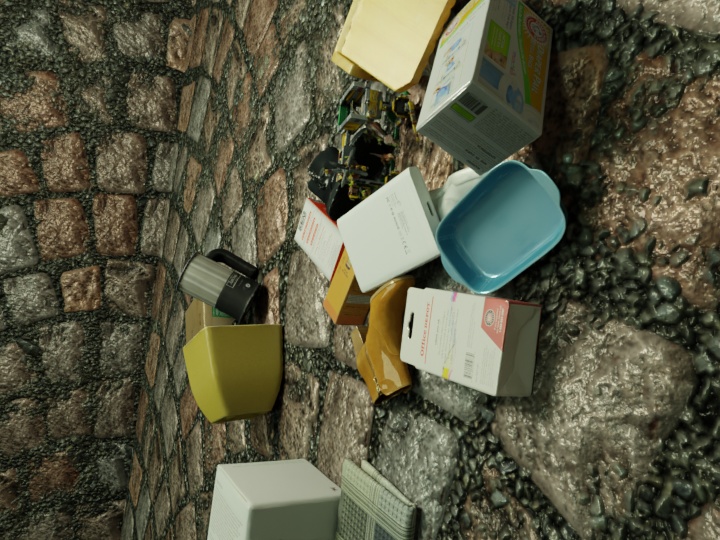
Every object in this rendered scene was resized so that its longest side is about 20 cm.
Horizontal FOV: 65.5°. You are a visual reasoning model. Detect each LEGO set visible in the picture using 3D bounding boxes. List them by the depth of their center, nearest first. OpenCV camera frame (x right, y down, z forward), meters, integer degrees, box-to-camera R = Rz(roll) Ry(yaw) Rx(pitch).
[{"bbox_3d":[0.029,-0.217,0.921,0.116,0.153,0.201,179,104,-76],"label":"LEGO set"}]

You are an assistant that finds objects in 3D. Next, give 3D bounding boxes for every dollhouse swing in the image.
[{"bbox_3d":[0.081,-0.374,0.851,0.175,0.181,0.201,37,117,22],"label":"dollhouse swing"}]

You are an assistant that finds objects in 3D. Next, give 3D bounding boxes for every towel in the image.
[{"bbox_3d":[0.022,0.435,0.927,0.200,0.034,0.194,13,98,57],"label":"towel"}]

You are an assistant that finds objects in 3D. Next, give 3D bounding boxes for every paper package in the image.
[{"bbox_3d":[-0.446,0.178,1.670,0.191,0.103,0.201,-45,47,43],"label":"paper package"}]

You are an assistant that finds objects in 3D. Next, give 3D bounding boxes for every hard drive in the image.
[{"bbox_3d":[0.043,-0.056,0.868,0.200,0.027,0.133,-29,78,51],"label":"hard drive"}]

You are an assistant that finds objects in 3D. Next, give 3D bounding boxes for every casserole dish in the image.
[{"bbox_3d":[0.180,-0.054,0.715,0.121,0.039,0.200,54,136,11],"label":"casserole dish"}]

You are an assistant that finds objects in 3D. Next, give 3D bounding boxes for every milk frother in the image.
[{"bbox_3d":[-0.380,0.064,1.500,0.201,0.187,0.181,-60,4,24],"label":"milk frother"}]

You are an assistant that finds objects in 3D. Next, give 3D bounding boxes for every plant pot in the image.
[{"bbox_3d":[-0.298,0.254,1.338,0.195,0.193,0.201,-34,61,51],"label":"plant pot"}]

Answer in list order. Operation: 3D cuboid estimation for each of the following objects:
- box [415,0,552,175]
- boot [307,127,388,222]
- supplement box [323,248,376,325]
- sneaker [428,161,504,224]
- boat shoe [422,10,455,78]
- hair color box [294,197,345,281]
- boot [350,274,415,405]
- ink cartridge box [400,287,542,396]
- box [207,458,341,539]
[{"bbox_3d":[0.158,-0.241,0.694,0.101,0.112,0.201,-31,36,52],"label":"box"},{"bbox_3d":[-0.035,-0.212,1.096,0.201,0.076,0.168,-63,33,22],"label":"boot"},{"bbox_3d":[0.000,0.000,1.009,0.067,0.068,0.201,52,129,48],"label":"supplement box"},{"bbox_3d":[0.146,-0.089,0.797,0.200,0.075,0.089,-28,74,59],"label":"sneaker"},{"bbox_3d":[0.118,-0.331,0.871,0.086,0.074,0.203,-47,43,42],"label":"boat shoe"},{"bbox_3d":[-0.062,-0.063,1.127,0.200,0.061,0.102,46,123,51],"label":"hair color box"},{"bbox_3d":[0.056,0.117,0.904,0.202,0.070,0.145,-56,47,40],"label":"boot"},{"bbox_3d":[0.140,0.088,0.758,0.200,0.067,0.117,9,91,57],"label":"ink cartridge box"},{"bbox_3d":[-0.160,0.473,1.047,0.200,0.198,0.173,9,91,59],"label":"box"}]
